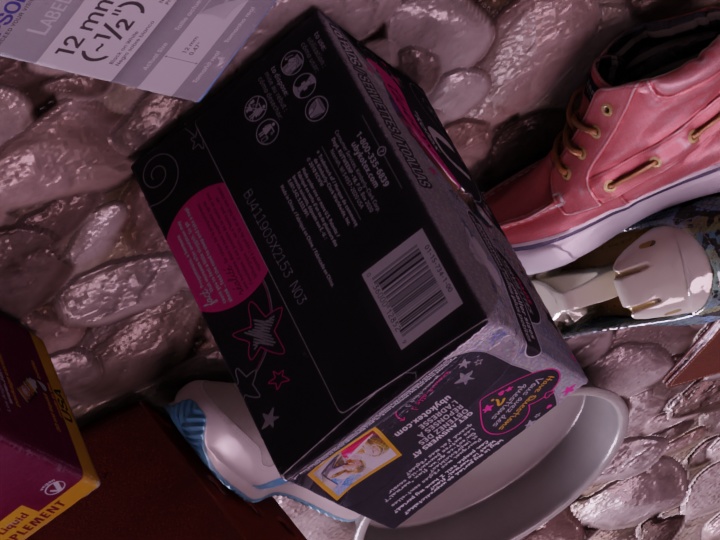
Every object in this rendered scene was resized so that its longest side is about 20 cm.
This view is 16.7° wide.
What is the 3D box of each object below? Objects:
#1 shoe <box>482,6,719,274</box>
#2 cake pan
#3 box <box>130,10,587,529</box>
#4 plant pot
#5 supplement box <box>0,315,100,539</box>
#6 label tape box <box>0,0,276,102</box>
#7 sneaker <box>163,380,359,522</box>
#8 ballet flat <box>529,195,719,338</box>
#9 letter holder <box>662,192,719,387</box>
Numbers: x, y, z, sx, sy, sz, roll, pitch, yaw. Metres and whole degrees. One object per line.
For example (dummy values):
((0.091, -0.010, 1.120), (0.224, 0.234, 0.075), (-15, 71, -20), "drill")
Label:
((0.130, -0.071, 1.331), (0.199, 0.072, 0.091), (-22, 124, 15), "shoe")
((0.078, 0.125, 1.571), (0.199, 0.037, 0.201), (-22, 150, -14), "cake pan")
((0.000, 0.000, 1.198), (0.132, 0.201, 0.115), (-37, 148, 15), "box")
((-0.121, 0.195, 1.402), (0.176, 0.200, 0.200), (-46, 146, 4), "plant pot")
((-0.243, 0.075, 1.209), (0.131, 0.104, 0.200), (-36, 146, 14), "supplement box")
((-0.114, -0.155, 1.026), (0.199, 0.066, 0.143), (8, 133, -45), "label tape box")
((-0.038, 0.087, 1.418), (0.081, 0.077, 0.200), (-47, 151, 15), "sneaker")
((0.148, 0.007, 1.364), (0.074, 0.075, 0.199), (4, 167, -40), "ballet flat")
((0.264, -0.020, 1.464), (0.199, 0.101, 0.142), (-17, 160, -18), "letter holder")
